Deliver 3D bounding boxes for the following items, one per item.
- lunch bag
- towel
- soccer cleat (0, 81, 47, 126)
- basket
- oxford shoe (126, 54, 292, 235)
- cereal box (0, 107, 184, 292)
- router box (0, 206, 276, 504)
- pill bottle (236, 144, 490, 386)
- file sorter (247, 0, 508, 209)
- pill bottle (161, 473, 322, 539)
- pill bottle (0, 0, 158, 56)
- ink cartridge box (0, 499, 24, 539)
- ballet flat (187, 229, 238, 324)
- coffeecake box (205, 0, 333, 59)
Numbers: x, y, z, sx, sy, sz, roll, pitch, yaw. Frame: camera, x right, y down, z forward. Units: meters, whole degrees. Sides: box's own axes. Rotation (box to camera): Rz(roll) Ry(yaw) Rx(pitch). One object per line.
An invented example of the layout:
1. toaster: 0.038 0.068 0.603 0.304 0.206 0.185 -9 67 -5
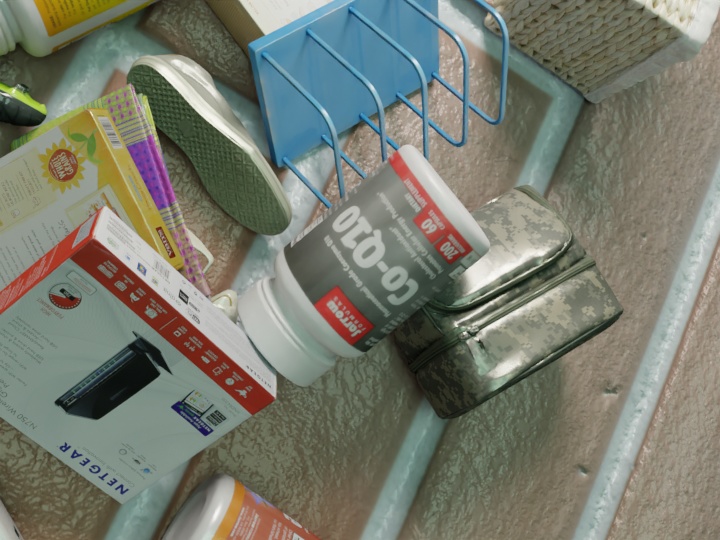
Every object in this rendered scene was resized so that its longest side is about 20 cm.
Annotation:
1. lunch bag: 0.121 0.025 0.905 0.199 0.139 0.169 -27 78 -19
2. towel: -0.214 -0.038 0.801 0.142 0.023 0.202 -20 87 14
3. soccer cleat: -0.365 -0.147 0.787 0.198 0.068 0.082 18 97 -15
4. basket: 0.254 -0.307 0.936 0.160 0.200 0.200 27 78 -13
5. oxford shoe: -0.128 -0.119 0.863 0.200 0.075 0.058 49 37 -11
6. cereal box: -0.262 -0.022 0.772 0.198 0.040 0.145 -25 95 13
7. router box: -0.196 0.076 0.755 0.179 0.049 0.200 -36 119 18
8. pill bottle: 0.000 0.000 0.795 0.200 0.114 0.114 -40 100 9
9. file sorter: 0.023 -0.162 0.854 0.199 0.140 0.123 -32 56 -19
10. pill bottle: -0.075 0.276 0.826 0.199 0.112 0.113 38 75 -13
11. pill bottle: -0.249 -0.255 0.804 0.199 0.109 0.110 -32 97 -19
12. ink cartridge box: -0.323 0.280 0.753 0.145 0.084 0.202 -31 97 -18
13. ballet flat: -0.150 0.020 0.835 0.073 0.073 0.201 -32 94 -18
14. coffeecake box: -0.052 -0.303 0.895 0.200 0.073 0.154 -41 99 -17
